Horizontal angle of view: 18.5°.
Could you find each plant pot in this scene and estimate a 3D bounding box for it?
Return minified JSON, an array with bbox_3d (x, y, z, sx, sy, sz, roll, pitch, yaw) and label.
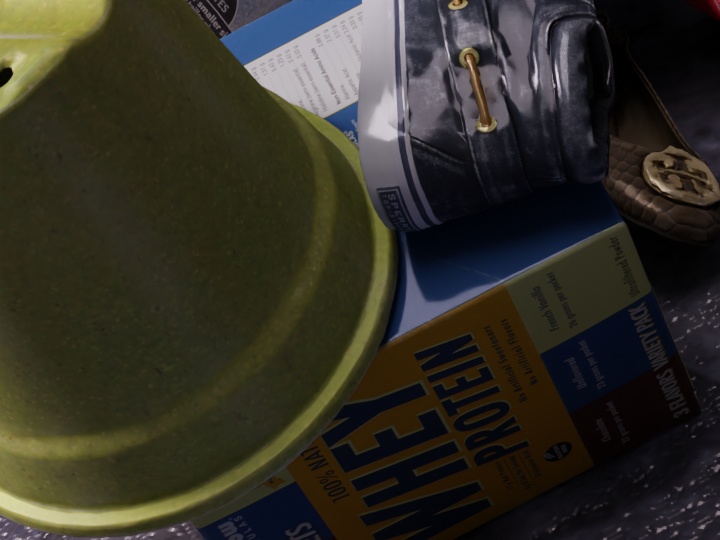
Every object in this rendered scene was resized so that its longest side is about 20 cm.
[{"bbox_3d":[-0.109,-0.037,0.789,0.200,0.184,0.201,-12,51,16],"label":"plant pot"}]

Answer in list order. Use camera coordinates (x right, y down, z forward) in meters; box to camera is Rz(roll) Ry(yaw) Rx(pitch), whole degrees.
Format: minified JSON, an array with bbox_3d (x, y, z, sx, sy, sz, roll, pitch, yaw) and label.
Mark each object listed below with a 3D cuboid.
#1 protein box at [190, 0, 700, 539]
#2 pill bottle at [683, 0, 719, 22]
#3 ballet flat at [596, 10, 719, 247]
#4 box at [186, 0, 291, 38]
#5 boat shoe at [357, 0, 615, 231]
[{"bbox_3d":[0.000,0.000,0.924,0.200,0.135,0.199,-28,49,2],"label":"protein box"},{"bbox_3d":[0.218,-0.150,1.017,0.112,0.112,0.200,-35,34,-8],"label":"pill bottle"},{"bbox_3d":[0.123,-0.072,1.026,0.046,0.067,0.200,-62,22,22],"label":"ballet flat"},{"bbox_3d":[-0.154,-0.180,1.224,0.115,0.200,0.132,-50,16,-27],"label":"box"},{"bbox_3d":[0.049,-0.107,0.854,0.091,0.071,0.201,-10,58,14],"label":"boat shoe"}]
